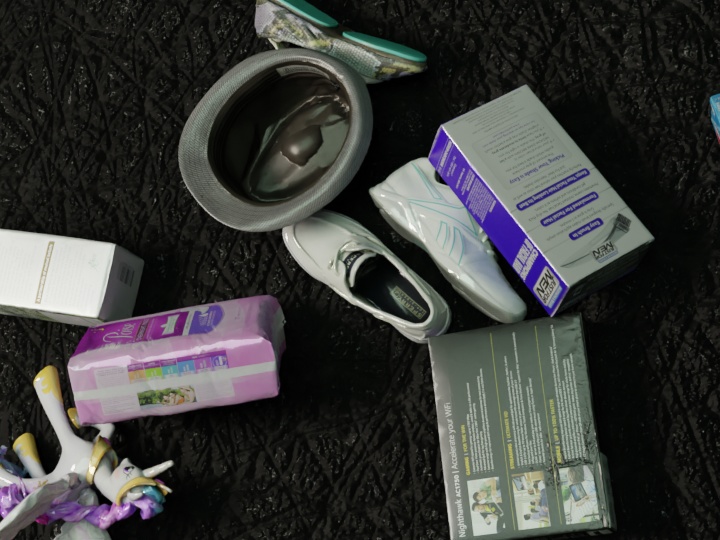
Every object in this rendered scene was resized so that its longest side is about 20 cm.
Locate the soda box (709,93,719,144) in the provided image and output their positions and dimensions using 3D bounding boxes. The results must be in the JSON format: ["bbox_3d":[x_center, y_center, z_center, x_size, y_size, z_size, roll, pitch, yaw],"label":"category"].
[{"bbox_3d":[0.428,-0.152,1.367,0.199,0.064,0.068,-18,73,10],"label":"soda box"}]

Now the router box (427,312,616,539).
[{"bbox_3d":[0.148,0.149,1.372,0.149,0.051,0.201,-9,74,14],"label":"router box"}]

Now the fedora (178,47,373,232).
[{"bbox_3d":[-0.074,-0.123,1.478,0.177,0.090,0.200,42,89,20],"label":"fedora"}]

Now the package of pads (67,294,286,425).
[{"bbox_3d":[-0.171,0.084,1.423,0.199,0.121,0.076,-9,107,4],"label":"package of pads"}]

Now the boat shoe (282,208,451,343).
[{"bbox_3d":[0.000,0.000,1.441,0.200,0.066,0.072,41,89,20],"label":"boat shoe"}]

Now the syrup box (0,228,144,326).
[{"bbox_3d":[-0.333,0.006,1.521,0.199,0.079,0.082,8,79,17],"label":"syrup box"}]

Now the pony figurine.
[{"bbox_3d":[-0.292,0.214,1.434,0.193,0.167,0.200,-47,54,-10],"label":"pony figurine"}]

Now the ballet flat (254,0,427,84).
[{"bbox_3d":[-0.024,-0.223,1.513,0.200,0.072,0.072,27,84,19],"label":"ballet flat"}]

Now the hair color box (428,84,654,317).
[{"bbox_3d":[0.167,-0.068,1.393,0.109,0.065,0.200,-27,67,-25],"label":"hair color box"}]

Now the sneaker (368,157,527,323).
[{"bbox_3d":[0.097,-0.032,1.423,0.080,0.070,0.200,-41,71,-5],"label":"sneaker"}]
